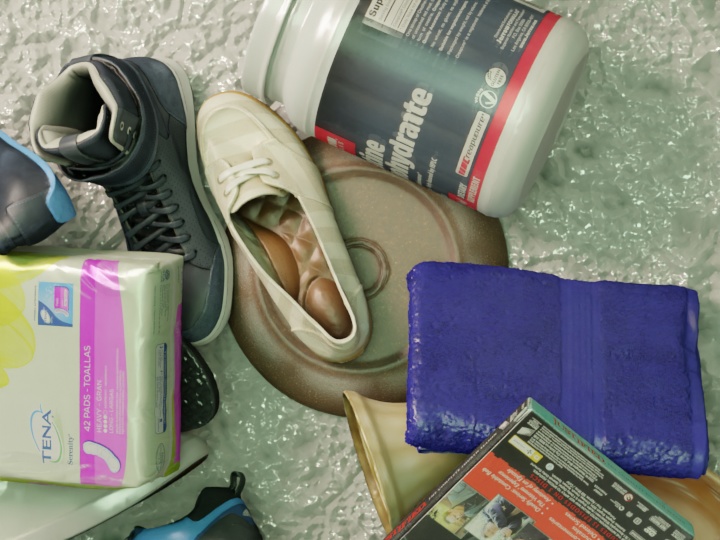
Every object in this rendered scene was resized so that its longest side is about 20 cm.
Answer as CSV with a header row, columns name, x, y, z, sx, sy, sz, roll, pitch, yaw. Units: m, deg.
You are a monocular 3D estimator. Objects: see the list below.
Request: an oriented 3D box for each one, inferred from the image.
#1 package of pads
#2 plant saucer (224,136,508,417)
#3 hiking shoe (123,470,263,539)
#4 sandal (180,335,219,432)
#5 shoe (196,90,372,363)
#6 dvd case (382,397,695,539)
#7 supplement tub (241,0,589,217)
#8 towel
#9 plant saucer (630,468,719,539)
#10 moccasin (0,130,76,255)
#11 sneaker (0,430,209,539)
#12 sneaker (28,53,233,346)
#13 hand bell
name,x,y,z,sx,sy,sz,roll,pitch,yaw
package of pads,-0.216,0.063,1.728,0.200,0.068,0.155,4,99,17
plant saucer,0.000,0.000,1.783,0.200,0.037,0.201,0,87,6
hiking shoe,-0.146,0.221,1.785,0.200,0.074,0.087,-29,55,12
sandal,-0.179,0.051,1.794,0.200,0.048,0.075,18,113,20
shoe,-0.049,-0.032,1.745,0.070,0.053,0.200,-30,85,5
dvd case,0.094,0.190,1.687,0.146,0.022,0.200,37,110,-16
supplement tub,0.037,-0.133,1.730,0.200,0.140,0.141,24,91,7
towel,0.126,0.068,1.718,0.200,0.050,0.148,7,51,-6
plant saucer,0.178,0.217,1.751,0.200,0.037,0.201,0,88,8
moccasin,-0.261,-0.061,1.742,0.068,0.200,0.081,-38,116,-17
sneaker,-0.204,0.139,1.783,0.200,0.073,0.085,-25,87,7
sneaker,-0.153,-0.047,1.744,0.077,0.146,0.203,-16,84,20
hand bell,0.098,0.100,1.752,0.200,0.104,0.104,-17,86,-5
